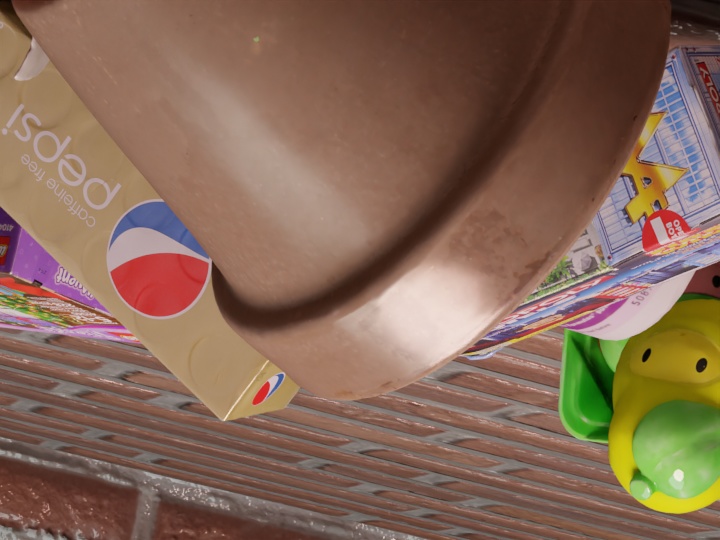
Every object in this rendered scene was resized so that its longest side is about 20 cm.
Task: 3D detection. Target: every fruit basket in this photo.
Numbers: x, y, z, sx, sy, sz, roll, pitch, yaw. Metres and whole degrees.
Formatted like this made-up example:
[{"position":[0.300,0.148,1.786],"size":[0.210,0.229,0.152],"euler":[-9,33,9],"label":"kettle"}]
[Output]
[{"position":[0.182,0.036,1.304],"size":[0.214,0.157,0.216],"euler":[4,-178,0],"label":"fruit basket"}]

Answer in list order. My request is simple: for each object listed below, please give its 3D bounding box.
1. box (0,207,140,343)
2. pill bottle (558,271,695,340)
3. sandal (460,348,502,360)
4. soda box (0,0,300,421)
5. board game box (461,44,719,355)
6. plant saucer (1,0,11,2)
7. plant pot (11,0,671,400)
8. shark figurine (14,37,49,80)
[{"position":[-0.192,-0.004,1.300],"size":[0.199,0.039,0.137],"euler":[5,168,37],"label":"box"},{"position":[0.046,-0.047,1.158],"size":[0.199,0.113,0.112],"euler":[17,168,-27],"label":"pill bottle"},{"position":[0.000,0.000,1.223],"size":[0.199,0.087,0.080],"euler":[-5,143,-26],"label":"sandal"},{"position":[-0.095,-0.028,1.144],"size":[0.200,0.068,0.064],"euler":[43,-162,16],"label":"soda box"},{"position":[0.098,-0.028,1.001],"size":[0.199,0.062,0.200],"euler":[-22,172,14],"label":"board game box"},{"position":[-0.177,-0.105,1.294],"size":[0.199,0.037,0.200],"euler":[11,168,2],"label":"plant saucer"},{"position":[-0.022,-0.082,0.921],"size":[0.174,0.201,0.200],"euler":[36,158,-26],"label":"plant pot"},{"position":[-0.146,-0.123,1.051],"size":[0.127,0.090,0.214],"euler":[3,168,33],"label":"shark figurine"}]
